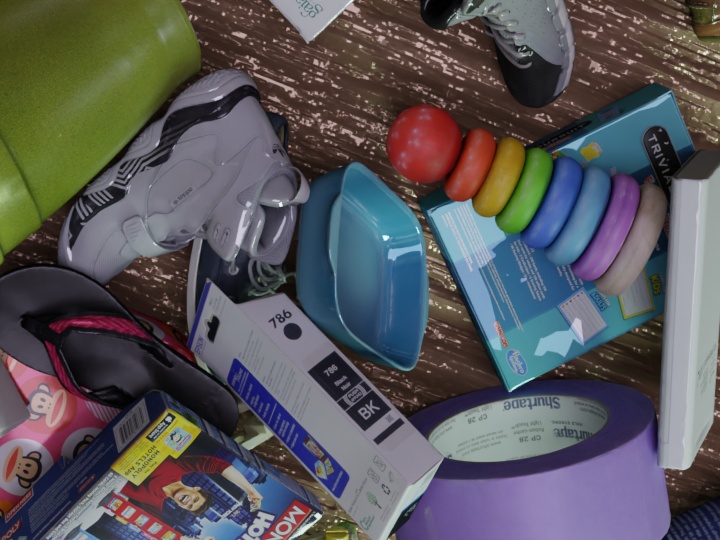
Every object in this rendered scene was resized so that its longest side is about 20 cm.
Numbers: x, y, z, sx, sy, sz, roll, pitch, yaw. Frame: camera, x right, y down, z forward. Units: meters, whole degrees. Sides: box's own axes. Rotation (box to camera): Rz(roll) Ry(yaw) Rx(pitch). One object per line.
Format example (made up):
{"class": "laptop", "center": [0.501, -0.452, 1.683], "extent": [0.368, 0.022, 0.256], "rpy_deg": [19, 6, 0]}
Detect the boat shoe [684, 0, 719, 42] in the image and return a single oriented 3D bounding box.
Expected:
{"class": "boat shoe", "center": [0.333, -0.211, 1.577], "extent": [0.198, 0.072, 0.069], "rpy_deg": [-8, 109, 3]}

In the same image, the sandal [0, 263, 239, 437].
{"class": "sandal", "center": [-0.170, 0.061, 1.487], "extent": [0.199, 0.045, 0.075], "rpy_deg": [32, 100, -8]}

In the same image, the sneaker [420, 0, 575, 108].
{"class": "sneaker", "center": [0.085, -0.179, 1.495], "extent": [0.115, 0.075, 0.201], "rpy_deg": [-37, 138, -30]}

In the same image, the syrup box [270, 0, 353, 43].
{"class": "syrup box", "center": [0.011, -0.255, 1.483], "extent": [0.200, 0.082, 0.079], "rpy_deg": [-42, 101, 17]}

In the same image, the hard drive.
{"class": "hard drive", "center": [0.235, 0.024, 1.532], "extent": [0.026, 0.132, 0.202], "rpy_deg": [5, 103, 16]}

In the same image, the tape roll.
{"class": "tape roll", "center": [0.118, 0.151, 1.556], "extent": [0.198, 0.200, 0.086], "rpy_deg": [-11, 104, -6]}

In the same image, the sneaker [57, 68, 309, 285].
{"class": "sneaker", "center": [-0.120, -0.032, 1.480], "extent": [0.200, 0.075, 0.115], "rpy_deg": [-46, 67, 20]}

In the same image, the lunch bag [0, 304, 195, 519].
{"class": "lunch bag", "center": [-0.224, 0.113, 1.553], "extent": [0.175, 0.082, 0.201], "rpy_deg": [21, 100, -13]}

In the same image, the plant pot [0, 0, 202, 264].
{"class": "plant pot", "center": [-0.216, -0.140, 1.451], "extent": [0.192, 0.200, 0.201], "rpy_deg": [-34, 106, -12]}

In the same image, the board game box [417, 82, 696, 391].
{"class": "board game box", "center": [0.163, -0.025, 1.600], "extent": [0.199, 0.047, 0.152], "rpy_deg": [-26, 105, -2]}

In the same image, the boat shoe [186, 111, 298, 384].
{"class": "boat shoe", "center": [-0.080, -0.015, 1.548], "extent": [0.061, 0.075, 0.202], "rpy_deg": [6, 96, 21]}

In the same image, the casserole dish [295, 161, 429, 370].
{"class": "casserole dish", "center": [0.000, 0.000, 1.522], "extent": [0.038, 0.200, 0.122], "rpy_deg": [-2, 74, 20]}

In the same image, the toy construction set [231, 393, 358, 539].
{"class": "toy construction set", "center": [-0.062, 0.174, 1.588], "extent": [0.130, 0.092, 0.202], "rpy_deg": [-14, 98, 20]}

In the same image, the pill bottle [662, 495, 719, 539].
{"class": "pill bottle", "center": [0.253, 0.240, 1.644], "extent": [0.199, 0.111, 0.112], "rpy_deg": [-24, 106, -3]}

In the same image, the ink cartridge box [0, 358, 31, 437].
{"class": "ink cartridge box", "center": [-0.339, 0.053, 1.480], "extent": [0.146, 0.083, 0.201], "rpy_deg": [-28, 90, 12]}

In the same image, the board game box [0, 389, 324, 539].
{"class": "board game box", "center": [-0.132, 0.194, 1.513], "extent": [0.200, 0.062, 0.199], "rpy_deg": [-44, 122, 14]}

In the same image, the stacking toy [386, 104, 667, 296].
{"class": "stacking toy", "center": [0.111, -0.060, 1.526], "extent": [0.199, 0.085, 0.086], "rpy_deg": [26, 98, -7]}

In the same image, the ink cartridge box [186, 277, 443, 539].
{"class": "ink cartridge box", "center": [-0.034, 0.088, 1.480], "extent": [0.200, 0.100, 0.039], "rpy_deg": [45, 60, 12]}
